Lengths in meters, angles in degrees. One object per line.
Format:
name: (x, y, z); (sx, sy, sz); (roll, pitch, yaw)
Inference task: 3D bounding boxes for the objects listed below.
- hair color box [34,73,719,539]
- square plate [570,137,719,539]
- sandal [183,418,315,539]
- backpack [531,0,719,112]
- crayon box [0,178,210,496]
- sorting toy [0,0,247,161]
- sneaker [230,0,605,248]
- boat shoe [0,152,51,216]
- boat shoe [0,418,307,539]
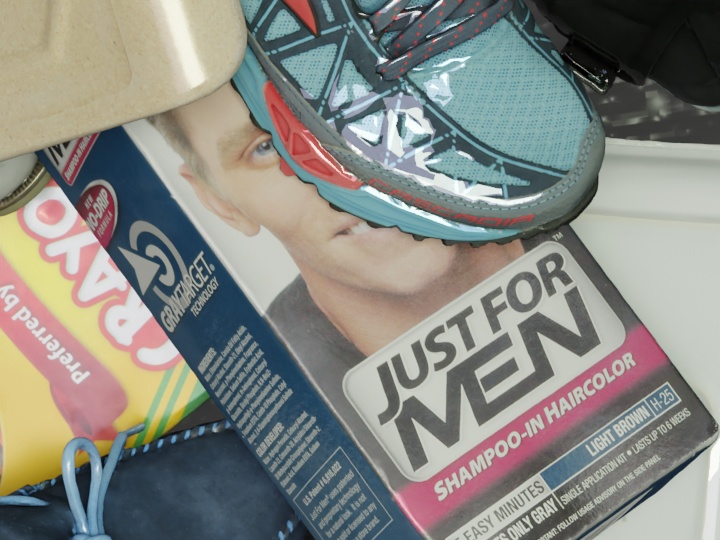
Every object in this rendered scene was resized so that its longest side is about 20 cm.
hair color box: (0.000, 0.000, 0.860); (0.100, 0.061, 0.200); (-32, 80, -28)
square plate: (0.085, 0.058, 0.909); (0.197, 0.028, 0.201); (5, 89, 29)
sandal: (-0.072, 0.126, 0.932); (0.075, 0.048, 0.201); (29, 62, 14)
backpack: (0.096, -0.154, 0.857); (0.177, 0.200, 0.151); (37, 75, 0)
crayon box: (-0.116, 0.015, 0.952); (0.200, 0.051, 0.127); (-39, 93, 5)
sorting toy: (-0.138, -0.114, 0.814); (0.199, 0.036, 0.186); (-15, 95, 25)
sneaker: (-0.007, -0.090, 0.805); (0.200, 0.096, 0.079); (45, 64, 1)
boat shoe: (-0.173, -0.090, 0.906); (0.200, 0.068, 0.075); (41, 89, 17)
boat shoe: (-0.094, 0.104, 0.874); (0.200, 0.069, 0.084); (-35, 70, -21)
